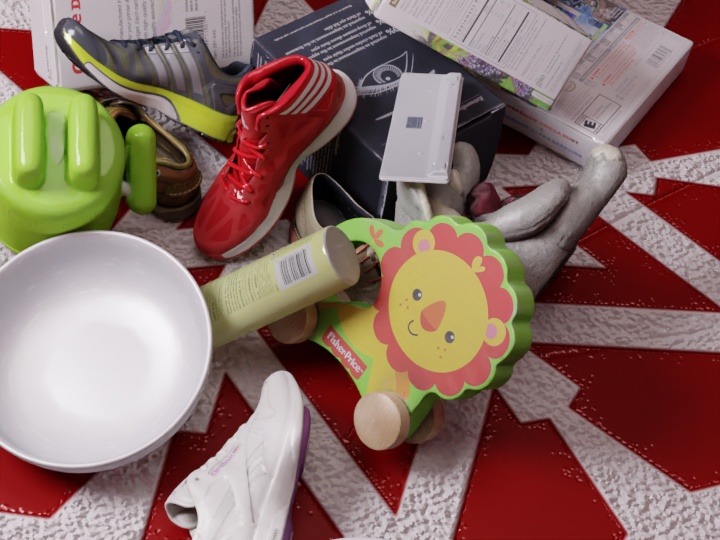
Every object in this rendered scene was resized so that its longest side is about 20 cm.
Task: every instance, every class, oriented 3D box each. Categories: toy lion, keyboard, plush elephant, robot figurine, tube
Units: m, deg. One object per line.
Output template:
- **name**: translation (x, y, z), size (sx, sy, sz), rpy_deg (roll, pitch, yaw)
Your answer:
- **toy lion**: translation (0.039, 0.030, 1.237), size (0.069, 0.192, 0.200), rpy_deg (0, 40, -52)
- **keyboard**: translation (0.053, -0.123, 1.315), size (0.056, 0.011, 0.200), rpy_deg (-2, 31, 9)
- **plush elephant**: translation (0.099, -0.039, 1.323), size (0.155, 0.165, 0.200), rpy_deg (37, 64, 7)
- **robot figurine**: translation (-0.255, -0.076, 1.288), size (0.175, 0.200, 0.116), rpy_deg (-2, 72, -13)
- **tube**: translation (-0.093, 0.024, 1.262), size (0.052, 0.199, 0.058), rpy_deg (65, 26, -2)

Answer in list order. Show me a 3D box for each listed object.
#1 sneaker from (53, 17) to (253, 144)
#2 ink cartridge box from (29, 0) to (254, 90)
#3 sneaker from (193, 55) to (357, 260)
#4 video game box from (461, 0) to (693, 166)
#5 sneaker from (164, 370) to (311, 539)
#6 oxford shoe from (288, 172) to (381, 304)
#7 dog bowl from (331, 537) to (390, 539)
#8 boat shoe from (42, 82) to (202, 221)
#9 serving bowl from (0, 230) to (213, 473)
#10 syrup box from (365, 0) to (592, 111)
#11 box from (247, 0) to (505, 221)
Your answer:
- **sneaker**: translation (-0.184, -0.187, 1.400), size (0.200, 0.081, 0.074), rpy_deg (23, 7, -38)
- **ink cartridge box**: translation (-0.205, -0.256, 1.454), size (0.199, 0.145, 0.084), rpy_deg (-12, 24, -26)
- **sneaker**: translation (-0.098, -0.104, 1.327), size (0.078, 0.115, 0.200), rpy_deg (38, 96, 29)
- **video game box**: translation (0.208, -0.205, 1.563), size (0.182, 0.047, 0.200), rpy_deg (32, 52, 16)
- **sneaker**: translation (-0.092, 0.154, 1.189), size (0.099, 0.075, 0.201), rpy_deg (11, 49, 0)
- **oxford shoe**: translation (0.000, 0.000, 1.335), size (0.070, 0.075, 0.200), rpy_deg (-24, 57, -27)
- **dog bowl**: translation (0.002, 0.292, 1.084), size (0.199, 0.079, 0.201), rpy_deg (4, 49, -5)
- **boat shoe**: translation (-0.220, -0.127, 1.415), size (0.200, 0.068, 0.072), rpy_deg (32, 54, 19)
- **serving bowl**: translation (-0.212, 0.071, 1.234), size (0.199, 0.066, 0.201), rpy_deg (-1, 65, 3)
- **syrup box**: translation (0.104, -0.233, 1.427), size (0.199, 0.082, 0.079), rpy_deg (24, 19, -21)
- **box**: translation (0.011, -0.147, 1.444), size (0.148, 0.105, 0.200), rpy_deg (-28, 59, -29)
